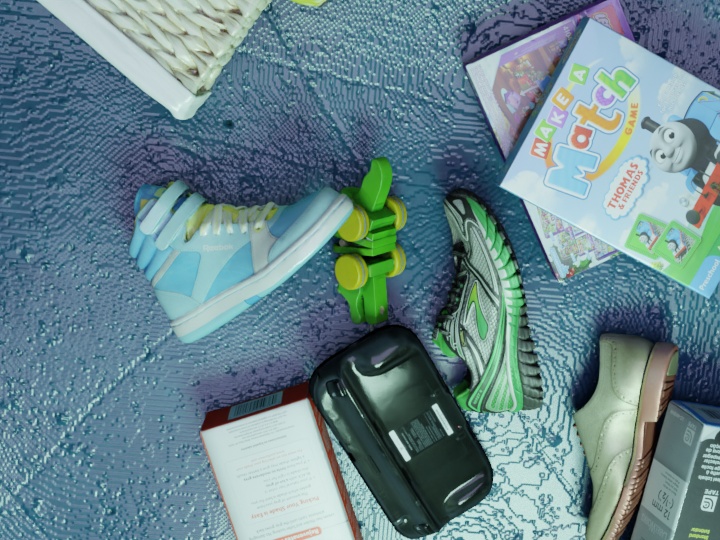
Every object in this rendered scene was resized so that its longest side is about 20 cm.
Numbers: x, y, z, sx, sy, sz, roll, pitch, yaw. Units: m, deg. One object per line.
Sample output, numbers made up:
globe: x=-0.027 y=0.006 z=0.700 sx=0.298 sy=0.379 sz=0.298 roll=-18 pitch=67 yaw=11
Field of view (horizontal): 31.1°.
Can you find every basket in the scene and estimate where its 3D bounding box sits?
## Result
basket: x=-0.174 y=-0.228 z=1.009 sx=0.200 sy=0.136 sz=0.124 roll=41 pitch=94 yaw=-8

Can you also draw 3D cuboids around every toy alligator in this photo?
toy alligator: x=0.000 y=0.000 z=1.098 sx=0.054 sy=0.059 sz=0.202 roll=17 pitch=114 yaw=41

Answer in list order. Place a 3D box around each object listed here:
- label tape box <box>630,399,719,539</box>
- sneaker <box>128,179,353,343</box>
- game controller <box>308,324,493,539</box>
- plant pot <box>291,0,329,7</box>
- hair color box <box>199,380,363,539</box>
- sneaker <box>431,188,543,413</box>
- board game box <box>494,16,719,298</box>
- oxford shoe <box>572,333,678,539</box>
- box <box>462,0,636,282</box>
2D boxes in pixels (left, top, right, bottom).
label tape box: x=0.314 y=0.223 z=1.117 sx=0.142 sy=0.066 sz=0.202 roll=10 pitch=99 yaw=-20
sneaker: x=-0.111 y=-0.038 z=1.053 sx=0.199 sy=0.080 sz=0.131 roll=-34 pitch=97 yaw=24
game controller: x=0.039 y=0.141 z=1.112 sx=0.104 sy=0.042 sz=0.201 roll=-34 pitch=116 yaw=-8
plant pot: x=-0.032 y=-0.316 z=0.964 sx=0.198 sy=0.200 sz=0.182 roll=-36 pitch=105 yaw=5
hair color box: x=-0.060 y=0.209 z=1.129 sx=0.101 sy=0.061 sz=0.202 roll=-17 pitch=100 yaw=2
sneaker: x=0.097 y=0.030 z=1.088 sx=0.084 sy=0.078 sz=0.202 roll=-12 pitch=101 yaw=2
board game box: x=0.231 y=-0.090 z=1.047 sx=0.199 sy=0.037 sz=0.152 roll=27 pitch=99 yaw=-6
oxford shoe: x=0.220 y=0.150 z=1.128 sx=0.073 sy=0.071 sz=0.202 roll=17 pitch=102 yaw=22
box: x=0.187 y=-0.109 z=1.081 sx=0.136 sy=0.039 sz=0.201 roll=-24 pitch=100 yaw=4
